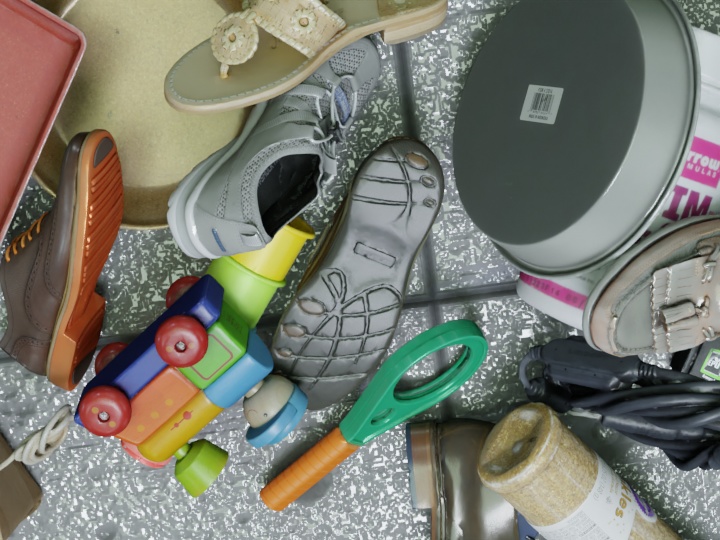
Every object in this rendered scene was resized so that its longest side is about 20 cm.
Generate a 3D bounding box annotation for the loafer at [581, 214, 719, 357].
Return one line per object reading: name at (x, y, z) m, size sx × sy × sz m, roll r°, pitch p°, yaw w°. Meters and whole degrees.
loafer at (0.227, 0.003, 0.913) m, size 0.198 × 0.063 × 0.073 m, roll -23°, pitch 124°, yaw -28°

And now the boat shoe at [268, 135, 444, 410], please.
boat shoe at (0.000, 0.000, 1.012) m, size 0.075 × 0.074 × 0.202 m, roll 27°, pitch 105°, yaw -8°

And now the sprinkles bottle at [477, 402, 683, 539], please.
sprinkles bottle at (0.164, 0.173, 1.000) m, size 0.068 × 0.068 × 0.200 m, roll -44°, pitch 114°, yaw 7°

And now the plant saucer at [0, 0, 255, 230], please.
plant saucer at (-0.149, -0.130, 1.017) m, size 0.197 × 0.035 × 0.203 m, roll 0°, pitch 98°, yaw 2°

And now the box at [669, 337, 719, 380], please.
box at (0.341, 0.026, 1.013) m, size 0.198 × 0.048 × 0.195 m, roll 25°, pitch 100°, yaw -1°

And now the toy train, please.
toy train at (-0.138, 0.108, 0.985) m, size 0.200 × 0.085 × 0.116 m, roll -42°, pitch 106°, yaw 13°

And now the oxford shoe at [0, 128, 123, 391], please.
oxford shoe at (-0.208, -0.010, 0.994) m, size 0.072 × 0.071 × 0.202 m, roll 20°, pitch 121°, yaw 6°

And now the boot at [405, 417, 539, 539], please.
boot at (0.092, 0.200, 1.035) m, size 0.095 × 0.075 × 0.203 m, roll -9°, pitch 96°, yaw 7°

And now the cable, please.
cable at (0.207, 0.099, 0.956) m, size 0.163 × 0.198 × 0.051 m, roll 37°, pitch 68°, yaw -41°

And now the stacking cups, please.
stacking cups at (-0.104, 0.046, 1.027) m, size 0.060 × 0.061 × 0.202 m, roll 29°, pitch 98°, yaw -2°

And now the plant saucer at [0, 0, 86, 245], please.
plant saucer at (-0.293, -0.115, 1.001) m, size 0.199 × 0.037 × 0.201 m, roll 31°, pitch 105°, yaw 12°

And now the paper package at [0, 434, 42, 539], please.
paper package at (-0.356, 0.144, 1.032) m, size 0.190 × 0.104 × 0.201 m, roll -35°, pitch 96°, yaw 8°

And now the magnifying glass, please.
magnifying glass at (0.007, 0.102, 1.034) m, size 0.200 × 0.079 × 0.023 m, roll -42°, pitch 60°, yaw 16°

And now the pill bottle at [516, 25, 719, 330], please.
pill bottle at (0.186, -0.059, 0.973) m, size 0.112 × 0.113 × 0.203 m, roll 19°, pitch 99°, yaw 0°

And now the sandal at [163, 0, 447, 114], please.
sandal at (-0.036, -0.172, 0.947) m, size 0.210 × 0.078 × 0.070 m, roll -23°, pitch 136°, yaw -23°

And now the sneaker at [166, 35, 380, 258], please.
sneaker at (-0.036, -0.078, 0.961) m, size 0.201 × 0.081 × 0.075 m, roll -55°, pitch 135°, yaw -26°

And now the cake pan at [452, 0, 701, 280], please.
cake pan at (0.127, -0.097, 0.936) m, size 0.036 × 0.200 × 0.203 m, roll 15°, pitch 101°, yaw -35°
